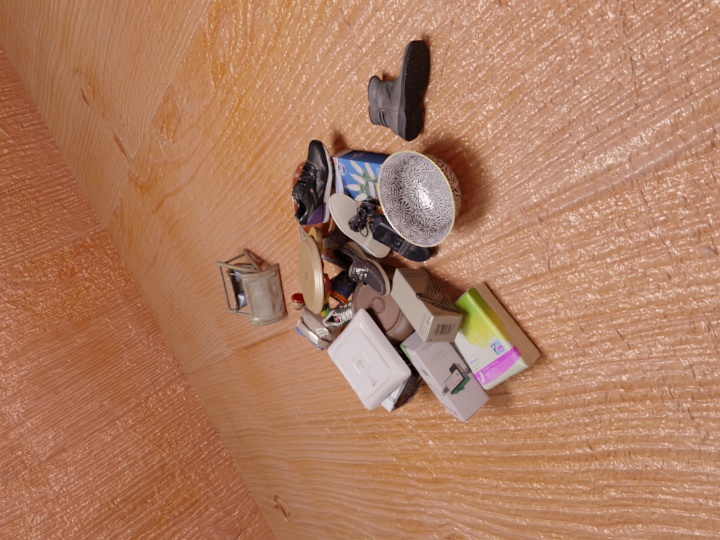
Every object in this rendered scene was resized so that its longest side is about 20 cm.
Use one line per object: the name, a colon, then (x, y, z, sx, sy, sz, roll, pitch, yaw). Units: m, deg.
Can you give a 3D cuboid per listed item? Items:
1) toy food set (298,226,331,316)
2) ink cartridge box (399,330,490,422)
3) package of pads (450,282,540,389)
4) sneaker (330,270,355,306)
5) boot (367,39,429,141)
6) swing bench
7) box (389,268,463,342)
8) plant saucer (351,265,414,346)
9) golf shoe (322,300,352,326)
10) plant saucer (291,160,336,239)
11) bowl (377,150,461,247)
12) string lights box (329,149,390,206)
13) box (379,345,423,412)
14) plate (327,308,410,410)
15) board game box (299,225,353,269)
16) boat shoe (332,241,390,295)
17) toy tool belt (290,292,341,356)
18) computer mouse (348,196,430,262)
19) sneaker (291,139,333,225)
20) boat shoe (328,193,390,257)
toy food set: (-0.114, 0.010, 1.457, 0.199, 0.048, 0.202, 105, 152, -49)
ink cartridge box: (0.192, 0.234, 1.346, 0.201, 0.084, 0.146, 53, 172, -4)
package of pads: (0.269, 0.146, 1.264, 0.201, 0.068, 0.155, 53, 143, 11)
sneaker: (-0.044, 0.039, 1.539, 0.075, 0.079, 0.200, 35, -179, -10)
boot: (0.064, -0.367, 1.159, 0.131, 0.069, 0.202, 38, 135, 36)
swing bench: (-0.359, 0.063, 1.930, 0.199, 0.129, 0.202, 23, 131, 40)
box: (0.141, 0.073, 1.285, 0.200, 0.081, 0.069, -125, 43, -52)
plant saucer: (0.050, 0.088, 1.436, 0.198, 0.036, 0.204, -2, 86, 33)
golf shoe: (-0.023, 0.121, 1.593, 0.199, 0.088, 0.078, -25, 93, 53)
plant saucer: (-0.114, -0.179, 1.478, 0.199, 0.032, 0.203, 28, 126, 48)
bowl: (0.138, -0.159, 1.186, 0.199, 0.094, 0.203, 28, 133, 35)
string lights box: (0.021, -0.211, 1.325, 0.198, 0.059, 0.104, 18, 130, 44)
box: (0.060, 0.247, 1.516, 0.199, 0.114, 0.133, 39, 113, 28)
plate: (0.009, 0.228, 1.446, 0.201, 0.032, 0.200, 52, 131, 15)
board game box: (-0.089, -0.092, 1.567, 0.199, 0.034, 0.137, 24, 131, 40)
boat shoe: (0.000, 0.000, 1.404, 0.200, 0.064, 0.073, 48, 145, 40)
toy tool belt: (-0.143, 0.167, 1.745, 0.199, 0.124, 0.124, 34, 129, 33)
computer mouse: (0.078, -0.092, 1.306, 0.198, 0.053, 0.139, 31, 151, -4)
sneaker: (-0.118, -0.202, 1.368, 0.075, 0.087, 0.203, 27, 124, 48)
boat shoe: (-0.012, -0.105, 1.392, 0.200, 0.073, 0.062, 43, 169, -24)
